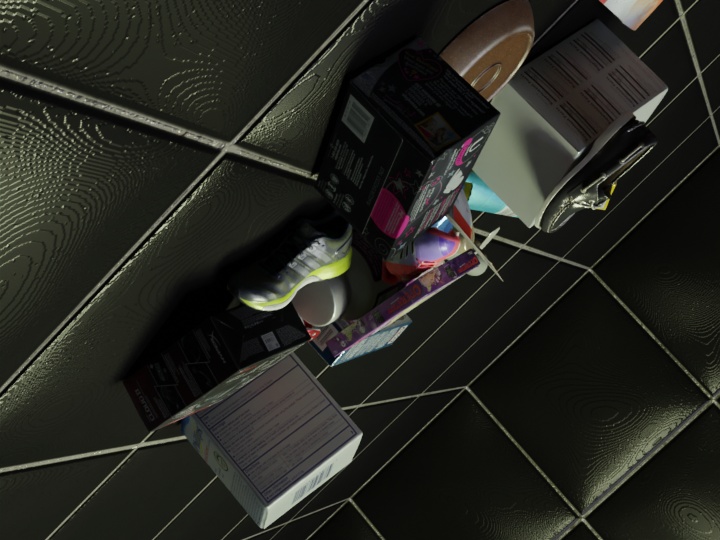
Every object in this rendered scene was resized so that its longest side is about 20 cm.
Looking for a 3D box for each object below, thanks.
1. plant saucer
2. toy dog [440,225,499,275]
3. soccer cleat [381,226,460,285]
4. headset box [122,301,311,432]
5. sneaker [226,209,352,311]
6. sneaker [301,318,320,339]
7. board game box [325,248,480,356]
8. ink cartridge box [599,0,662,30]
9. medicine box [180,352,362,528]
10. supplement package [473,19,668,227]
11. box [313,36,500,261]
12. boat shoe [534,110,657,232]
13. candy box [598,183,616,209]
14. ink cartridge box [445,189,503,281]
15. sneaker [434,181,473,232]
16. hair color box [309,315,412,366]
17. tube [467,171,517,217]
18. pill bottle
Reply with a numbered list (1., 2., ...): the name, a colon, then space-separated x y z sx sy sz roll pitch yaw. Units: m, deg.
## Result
1. plant saucer: 0.141 -0.240 1.502 0.200 0.035 0.200 -40 166 -12
2. toy dog: 0.147 -0.060 1.924 0.200 0.131 0.097 75 25 -79
3. soccer cleat: 0.071 -0.018 1.534 0.200 0.066 0.077 180 -71 -76
4. headset box: -0.182 0.115 1.533 0.200 0.078 0.149 -34 172 35
5. sneaker: -0.083 -0.019 1.513 0.200 0.074 0.081 -31 146 -41
6. sneaker: -0.103 0.066 1.668 0.112 0.071 0.200 -30 170 -25
7. board game box: 0.053 0.042 1.601 0.120 0.032 0.200 -22 170 -44
8. ink cartridge box: 0.384 -0.401 1.639 0.162 0.050 0.200 -47 168 18
9. medicine box: -0.132 0.234 1.817 0.182 0.200 0.103 -35 162 -25
10. supplement package: 0.283 -0.204 1.745 0.200 0.147 0.191 -35 164 -29
11. box: 0.046 -0.132 1.368 0.115 0.132 0.200 -36 164 -30
12. boat shoe: 0.308 -0.117 1.640 0.200 0.060 0.074 -51 163 22
13. candy box: 0.283 -0.136 1.897 0.102 0.199 0.027 84 16 -74
14. ink cartridge box: 0.118 -0.085 1.549 0.057 0.200 0.163 -46 165 3
15. sneaker: 0.086 -0.059 1.779 0.066 0.078 0.201 -86 -161 -57
16. hair color box: -0.013 0.073 1.866 0.061 0.100 0.200 -49 164 23
17. tube: 0.170 -0.115 1.828 0.199 0.050 0.078 8 128 -41
18. pill bottle: 0.000 0.000 1.668 0.200 0.112 0.112 -27 160 -43
